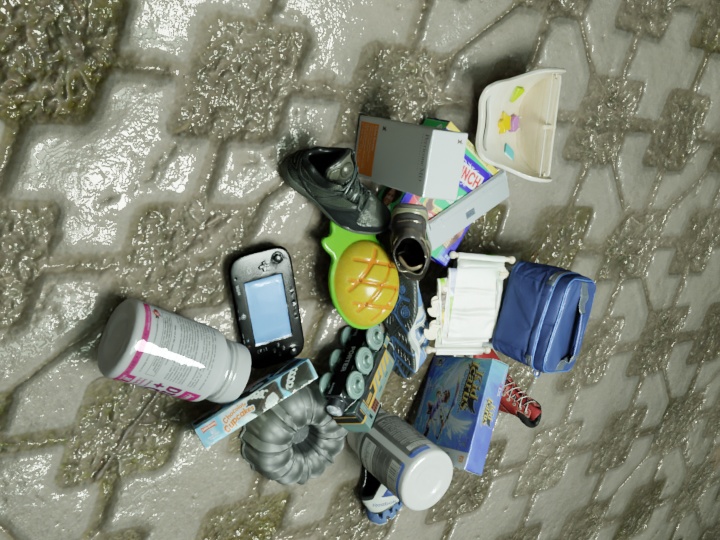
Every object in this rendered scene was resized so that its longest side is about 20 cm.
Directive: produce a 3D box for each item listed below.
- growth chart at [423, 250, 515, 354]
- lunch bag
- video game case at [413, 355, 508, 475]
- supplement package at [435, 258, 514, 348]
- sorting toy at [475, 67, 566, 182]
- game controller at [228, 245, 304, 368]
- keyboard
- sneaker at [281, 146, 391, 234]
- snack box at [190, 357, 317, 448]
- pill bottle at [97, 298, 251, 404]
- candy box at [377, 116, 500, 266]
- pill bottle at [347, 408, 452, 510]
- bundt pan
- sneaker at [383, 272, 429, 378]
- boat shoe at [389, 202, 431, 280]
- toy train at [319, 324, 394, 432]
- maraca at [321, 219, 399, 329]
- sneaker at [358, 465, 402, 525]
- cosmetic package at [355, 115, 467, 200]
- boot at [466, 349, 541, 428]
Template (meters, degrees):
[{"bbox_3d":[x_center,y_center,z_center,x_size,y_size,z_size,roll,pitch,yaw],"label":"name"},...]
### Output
[{"bbox_3d":[0.192,0.061,1.247,0.143,0.018,0.202,10,99,-12],"label":"growth chart"},{"bbox_3d":[0.338,0.094,1.252,0.135,0.132,0.202,4,101,-46],"label":"lunch bag"},{"bbox_3d":[0.177,0.261,1.289,0.045,0.181,0.202,25,74,-27],"label":"video game case"},{"bbox_3d":[0.271,0.067,1.363,0.198,0.111,0.157,11,100,-37],"label":"supplement package"},{"bbox_3d":[0.266,-0.261,1.227,0.179,0.106,0.202,-10,109,-45],"label":"sorting toy"},{"bbox_3d":[-0.150,0.061,1.114,0.104,0.042,0.202,-20,116,-28],"label":"game controller"},{"bbox_3d":[0.191,-0.108,1.221,0.199,0.011,0.057,-35,131,-23],"label":"keyboard"},{"bbox_3d":[-0.019,-0.122,1.068,0.199,0.114,0.077,36,70,-22],"label":"sneaker"},{"bbox_3d":[-0.170,0.204,1.094,0.199,0.116,0.037,-31,93,-18],"label":"snack box"},{"bbox_3d":[-0.266,0.125,1.010,0.199,0.113,0.114,26,90,-37],"label":"pill bottle"},{"bbox_3d":[0.133,-0.137,1.219,0.169,0.077,0.201,33,85,-38],"label":"candy box"},{"bbox_3d":[0.065,0.332,1.256,0.113,0.199,0.115,-11,112,-30],"label":"pill bottle"},{"bbox_3d":[-0.104,0.285,1.202,0.200,0.076,0.204,-13,114,-31],"label":"bundt pan"},{"bbox_3d":[0.088,0.094,1.282,0.077,0.075,0.202,-27,122,-51],"label":"sneaker"},{"bbox_3d":[0.077,-0.030,1.139,0.201,0.074,0.074,73,22,-58],"label":"boat shoe"},{"bbox_3d":[0.001,0.180,1.200,0.114,0.085,0.201,56,41,-31],"label":"toy train"},{"bbox_3d":[0.000,0.000,1.159,0.136,0.106,0.202,-27,109,-34],"label":"maraca"},{"bbox_3d":[0.070,0.395,1.356,0.199,0.080,0.116,-43,127,-13],"label":"sneaker"},{"bbox_3d":[0.071,-0.180,1.085,0.071,0.199,0.103,0,106,-34],"label":"cosmetic package"},{"bbox_3d":[0.303,0.236,1.423,0.072,0.144,0.201,-41,123,-13],"label":"boot"}]
